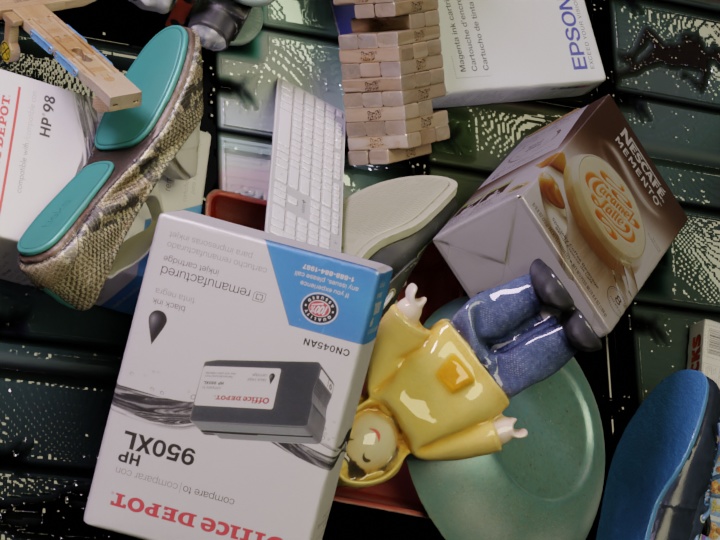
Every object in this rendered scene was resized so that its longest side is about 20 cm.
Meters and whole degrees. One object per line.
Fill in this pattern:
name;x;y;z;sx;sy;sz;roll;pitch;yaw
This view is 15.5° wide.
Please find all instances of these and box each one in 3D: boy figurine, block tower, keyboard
boy figurine;0.052;0.070;1.716;0.200;0.064;0.125;-32;99;-2
block tower;0.018;-0.177;1.835;0.058;0.054;0.201;-17;103;-52
keyboard;-0.036;-0.067;1.781;0.056;0.011;0.200;33;28;-19

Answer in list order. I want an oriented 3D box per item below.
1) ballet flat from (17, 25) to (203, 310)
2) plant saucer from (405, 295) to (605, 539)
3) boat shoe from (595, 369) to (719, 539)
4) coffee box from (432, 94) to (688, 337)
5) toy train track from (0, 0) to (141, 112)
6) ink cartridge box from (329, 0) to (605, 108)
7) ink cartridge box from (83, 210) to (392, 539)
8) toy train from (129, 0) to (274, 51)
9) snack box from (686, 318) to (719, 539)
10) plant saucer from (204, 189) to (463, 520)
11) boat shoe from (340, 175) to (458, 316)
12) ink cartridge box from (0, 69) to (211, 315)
ballet flat;-0.144;-0.059;1.671;0.075;0.068;0.200;47;59;-33
plant saucer;0.110;0.110;1.812;0.201;0.039;0.202;17;64;-39
boat shoe;0.210;0.170;1.863;0.069;0.084;0.200;31;78;-35
coffee box;0.142;-0.029;1.836;0.115;0.080;0.200;57;31;-9
toy train track;-0.200;-0.143;1.703;0.114;0.033;0.200;-13;36;-32
ink cartridge box;0.069;-0.218;1.936;0.200;0.043;0.197;-7;76;-33
ink cartridge box;-0.076;0.077;1.646;0.144;0.084;0.201;15;94;4
toy train;-0.093;-0.246;1.835;0.114;0.085;0.200;26;63;-5
snack box;0.268;0.139;1.928;0.072;0.024;0.201;18;64;-24
plant saucer;-0.026;0.062;1.784;0.199;0.037;0.201;13;66;-25
boat shoe;0.000;0.000;1.772;0.200;0.072;0.068;-44;133;-40
ink cartridge box;-0.204;-0.054;1.706;0.200;0.067;0.116;16;66;-24
